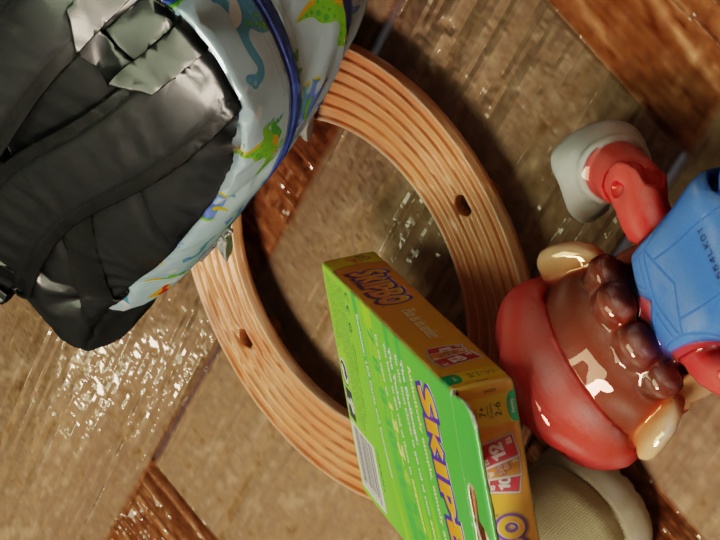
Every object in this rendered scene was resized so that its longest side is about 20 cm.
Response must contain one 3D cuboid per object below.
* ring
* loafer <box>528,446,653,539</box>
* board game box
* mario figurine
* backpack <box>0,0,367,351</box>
[{"bbox_3d":[0.000,0.000,1.125,0.200,0.019,0.201,28,130,39],"label":"ring"},{"bbox_3d":[0.045,0.142,1.114,0.076,0.068,0.200,45,139,22],"label":"loafer"},{"bbox_3d":[0.027,0.062,1.016,0.200,0.030,0.096,-129,28,-72],"label":"board game box"},{"bbox_3d":[0.126,-0.003,0.948,0.106,0.124,0.200,27,139,-23],"label":"mario figurine"},{"bbox_3d":[-0.087,-0.080,1.059,0.163,0.154,0.200,50,158,0],"label":"backpack"}]
